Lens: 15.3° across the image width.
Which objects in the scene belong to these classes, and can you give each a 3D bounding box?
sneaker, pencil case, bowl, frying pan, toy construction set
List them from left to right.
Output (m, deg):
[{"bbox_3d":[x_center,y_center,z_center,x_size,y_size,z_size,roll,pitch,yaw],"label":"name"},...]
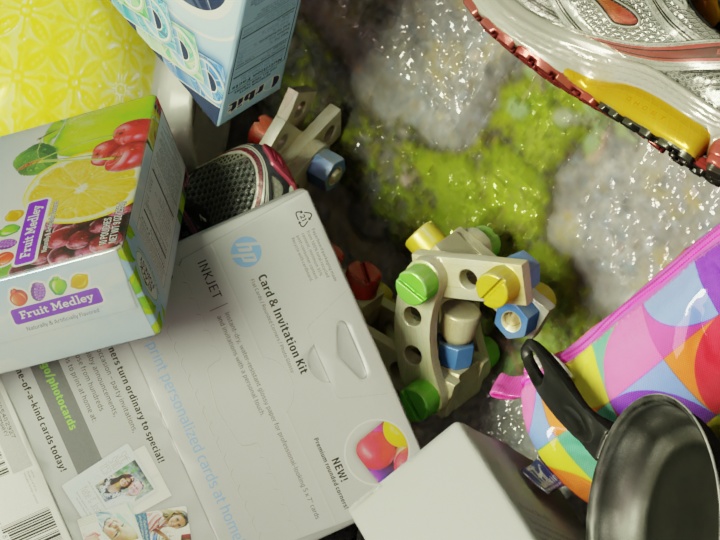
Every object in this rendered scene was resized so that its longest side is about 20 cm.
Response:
[{"bbox_3d":[-0.127,-0.088,1.368,0.107,0.200,0.201,4,98,12],"label":"bowl"},{"bbox_3d":[-0.116,0.008,1.303,0.200,0.075,0.081,-38,51,6],"label":"sneaker"},{"bbox_3d":[0.000,0.000,1.323,0.200,0.092,0.131,40,130,32],"label":"toy construction set"},{"bbox_3d":[0.114,0.103,1.160,0.190,0.031,0.115,-155,72,-67],"label":"frying pan"},{"bbox_3d":[0.125,-0.113,1.243,0.200,0.078,0.082,34,94,29],"label":"sneaker"},{"bbox_3d":[0.156,0.031,1.215,0.200,0.088,0.089,-38,72,30],"label":"pencil case"}]

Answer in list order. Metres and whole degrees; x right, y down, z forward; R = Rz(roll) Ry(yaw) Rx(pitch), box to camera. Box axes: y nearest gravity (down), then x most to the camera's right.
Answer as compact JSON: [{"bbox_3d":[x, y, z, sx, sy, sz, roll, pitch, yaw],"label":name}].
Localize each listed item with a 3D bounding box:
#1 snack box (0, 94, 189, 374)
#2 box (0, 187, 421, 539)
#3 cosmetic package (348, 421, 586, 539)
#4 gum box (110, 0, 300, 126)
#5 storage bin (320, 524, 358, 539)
[{"bbox_3d":[-0.185,-0.004,1.233,0.199,0.142,0.053,-14,119,12],"label":"snack box"},{"bbox_3d":[-0.086,0.071,1.257,0.199,0.041,0.156,-24,95,-2],"label":"box"},{"bbox_3d":[0.086,0.174,1.203,0.071,0.101,0.200,-38,60,12],"label":"cosmetic package"},{"bbox_3d":[-0.089,-0.187,1.221,0.170,0.044,0.200,48,153,18],"label":"gum box"},{"bbox_3d":[-0.112,0.122,1.391,0.200,0.135,0.094,24,108,32],"label":"storage bin"}]
